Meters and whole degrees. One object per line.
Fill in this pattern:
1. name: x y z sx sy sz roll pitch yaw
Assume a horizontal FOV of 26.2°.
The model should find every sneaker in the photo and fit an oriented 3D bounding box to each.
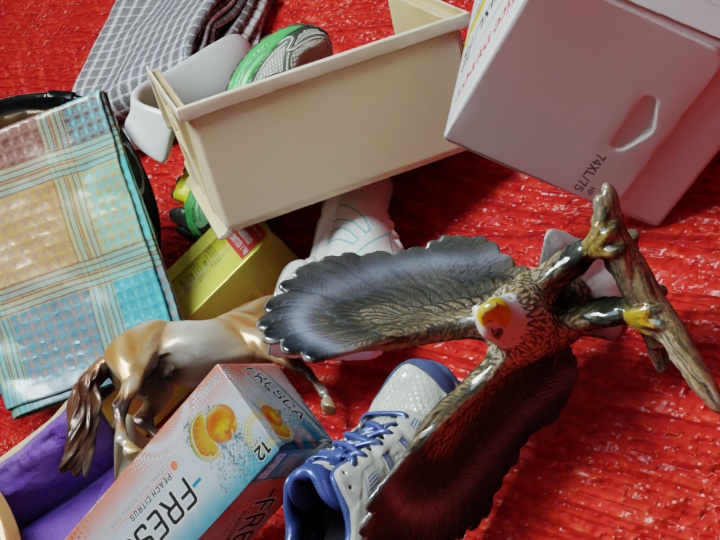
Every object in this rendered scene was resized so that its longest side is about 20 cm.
1. sneaker: 0.005 0.119 0.862 0.075 0.088 0.201 -17 40 38
2. sneaker: -0.068 -0.105 1.225 0.085 0.078 0.201 10 69 44
3. sneaker: 0.000 0.000 1.033 0.079 0.071 0.201 12 37 9

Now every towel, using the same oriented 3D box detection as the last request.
1. towel: -0.213 -0.010 1.093 0.145 0.202 0.022 -19 -4 11
2. towel: -0.172 -0.211 1.439 0.165 0.086 0.201 -16 41 36

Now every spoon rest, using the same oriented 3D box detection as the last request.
1. spoon rest: -0.136 -0.138 1.267 0.200 0.060 0.100 -41 -29 -65

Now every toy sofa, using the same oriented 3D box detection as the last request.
1. toy sofa: -0.221 0.180 1.037 0.199 0.098 0.083 -34 34 16

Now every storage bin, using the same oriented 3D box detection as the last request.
1. storage bin: -0.034 -0.119 1.080 0.198 0.095 0.199 -20 21 -8

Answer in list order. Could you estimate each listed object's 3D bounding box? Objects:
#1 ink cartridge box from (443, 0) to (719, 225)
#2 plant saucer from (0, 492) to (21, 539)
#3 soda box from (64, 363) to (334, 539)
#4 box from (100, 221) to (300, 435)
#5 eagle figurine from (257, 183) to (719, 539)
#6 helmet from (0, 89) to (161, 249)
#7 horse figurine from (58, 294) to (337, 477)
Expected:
1. ink cartridge box: 0.153 -0.163 0.915 0.147 0.145 0.201 120 168 -49
2. plant saucer: -0.306 0.219 1.013 0.198 0.037 0.202 -12 66 27
3. soda box: -0.107 0.145 0.918 0.200 0.063 0.069 -48 65 21
4. box: -0.132 0.043 1.136 0.200 0.050 0.075 -44 34 1
5. eagle figurine: 0.064 0.040 0.819 0.199 0.151 0.152 -29 42 10
6. helmet: -0.247 -0.020 1.208 0.198 0.192 0.201 -2 35 1
7. horse figurine: -0.106 0.069 1.004 0.198 0.050 0.133 -13 44 -15
